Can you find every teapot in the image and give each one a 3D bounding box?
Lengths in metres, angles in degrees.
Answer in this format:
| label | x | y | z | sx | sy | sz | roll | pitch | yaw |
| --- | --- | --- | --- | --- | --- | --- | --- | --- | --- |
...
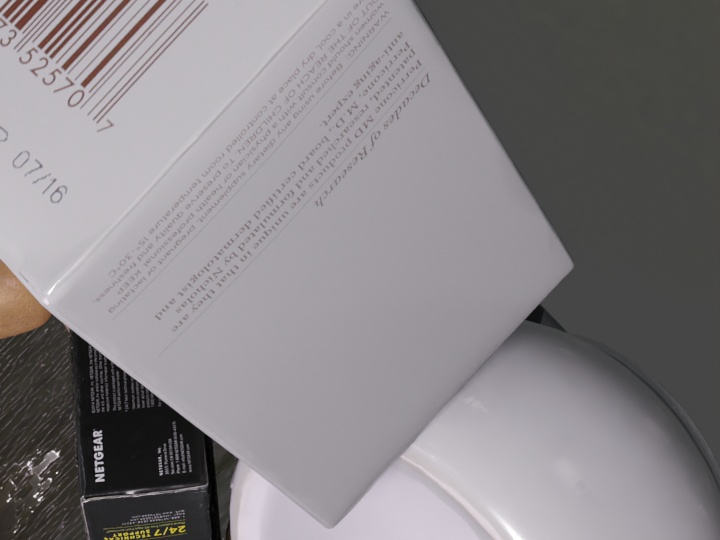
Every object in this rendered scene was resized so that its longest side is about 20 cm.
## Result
| label | x | y | z | sx | sy | sz | roll | pitch | yaw |
| --- | --- | --- | --- | --- | --- | --- | --- | --- | --- |
| teapot | 0.063 | 0.096 | 0.732 | 0.197 | 0.146 | 0.200 | 16 | 124 | 41 |

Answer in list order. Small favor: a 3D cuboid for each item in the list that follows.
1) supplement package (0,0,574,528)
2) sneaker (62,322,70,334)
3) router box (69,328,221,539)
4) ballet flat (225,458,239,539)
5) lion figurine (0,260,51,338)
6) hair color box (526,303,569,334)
| label | x | y | z | sx | sy | sz | roll | pitch | yaw |
| --- | --- | --- | --- | --- | --- | --- | --- | --- | --- |
| supplement package | -0.039 | -0.029 | 0.580 | 0.117 | 0.117 | 0.200 | 40 | 176 | 29 |
| sneaker | -0.117 | -0.064 | 1.013 | 0.071 | 0.112 | 0.200 | 80 | 173 | -65 |
| router box | -0.087 | 0.049 | 0.842 | 0.149 | 0.051 | 0.200 | 90 | 173 | -50 |
| ballet flat | -0.031 | 0.089 | 0.892 | 0.071 | 0.065 | 0.200 | 46 | -167 | -8 |
| lion figurine | -0.162 | -0.018 | 0.842 | 0.200 | 0.122 | 0.073 | 65 | -160 | -65 |
| hair color box | 0.044 | 0.057 | 0.835 | 0.200 | 0.099 | 0.061 | 45 | 177 | -9 |
